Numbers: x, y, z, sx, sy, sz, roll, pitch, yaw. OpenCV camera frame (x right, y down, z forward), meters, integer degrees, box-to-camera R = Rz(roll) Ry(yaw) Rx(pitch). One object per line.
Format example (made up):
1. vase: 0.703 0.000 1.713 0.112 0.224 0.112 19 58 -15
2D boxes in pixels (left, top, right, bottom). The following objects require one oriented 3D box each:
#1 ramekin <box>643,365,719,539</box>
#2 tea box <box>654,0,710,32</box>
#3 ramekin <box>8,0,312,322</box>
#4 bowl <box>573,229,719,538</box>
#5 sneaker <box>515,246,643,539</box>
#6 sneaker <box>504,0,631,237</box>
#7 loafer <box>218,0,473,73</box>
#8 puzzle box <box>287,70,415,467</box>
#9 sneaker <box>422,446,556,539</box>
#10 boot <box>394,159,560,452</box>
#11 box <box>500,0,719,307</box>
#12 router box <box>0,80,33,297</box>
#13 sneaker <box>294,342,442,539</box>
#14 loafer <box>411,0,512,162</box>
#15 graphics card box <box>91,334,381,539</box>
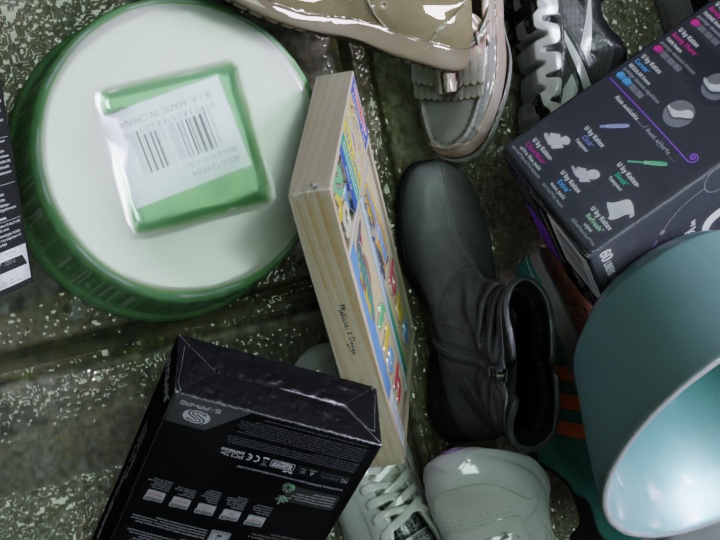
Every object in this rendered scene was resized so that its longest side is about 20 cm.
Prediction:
1. ramekin: 0.263 0.122 0.858 0.094 0.200 0.206 1 86 -57
2. tea box: 0.338 -0.231 0.891 0.198 0.196 0.135 -22 94 -17
3. ramekin: -0.117 -0.070 0.784 0.197 0.098 0.203 1 87 -18
4. bowl: 0.204 0.053 0.742 0.198 0.202 0.106 -15 51 -18
5. sneaker: 0.136 0.087 0.846 0.071 0.079 0.202 3 63 -60
6. sneaker: 0.154 -0.121 0.892 0.089 0.066 0.203 -4 87 -13
7. loafer: -0.016 -0.176 0.772 0.198 0.076 0.068 11 102 -29
8. puzzle box: 0.000 0.000 0.765 0.025 0.134 0.202 -8 125 11
9. sneaker: 0.098 0.188 0.803 0.074 0.100 0.201 -19 130 15
10. boot: 0.083 0.014 0.825 0.069 0.132 0.203 -11 85 -18
11. box: 0.207 -0.068 0.788 0.199 0.106 0.122 -35 143 2
12. router box: -0.286 -0.054 0.691 0.197 0.051 0.151 -4 100 15
13. sneaker: 0.013 0.141 0.827 0.076 0.080 0.202 -23 93 -16
14. loafer: 0.064 -0.178 0.856 0.063 0.071 0.203 21 75 -58
15. graphics card box: -0.081 0.137 0.750 0.124 0.051 0.201 16 127 -16
